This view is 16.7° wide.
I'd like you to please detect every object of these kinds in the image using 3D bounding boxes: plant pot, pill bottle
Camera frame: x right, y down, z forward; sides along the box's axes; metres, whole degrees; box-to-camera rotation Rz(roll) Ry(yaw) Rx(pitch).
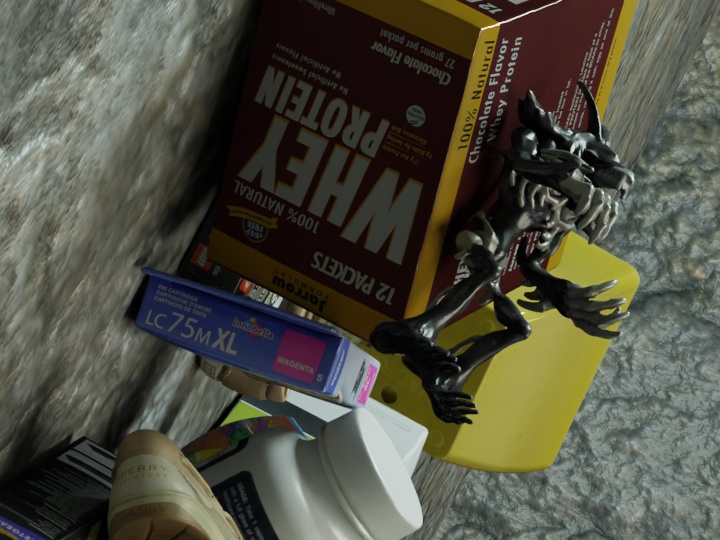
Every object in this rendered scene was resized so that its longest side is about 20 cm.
[{"bbox_3d":[0.079,0.051,2.016,0.176,0.200,0.201,-16,134,-62],"label":"plant pot"},{"bbox_3d":[-0.068,0.163,1.482,0.200,0.111,0.111,-28,176,11],"label":"pill bottle"}]

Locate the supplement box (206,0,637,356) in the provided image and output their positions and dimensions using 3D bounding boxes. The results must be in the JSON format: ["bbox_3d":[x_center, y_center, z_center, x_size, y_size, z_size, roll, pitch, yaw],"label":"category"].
[{"bbox_3d":[0.038,-0.089,1.389,0.200,0.132,0.198,-27,137,-54],"label":"supplement box"}]

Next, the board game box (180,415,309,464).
[{"bbox_3d":[-0.076,0.184,1.559,0.158,0.200,0.039,-39,150,1],"label":"board game box"}]

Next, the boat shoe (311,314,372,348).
[{"bbox_3d":[0.000,0.000,1.736,0.200,0.062,0.073,-72,-176,-60],"label":"boat shoe"}]

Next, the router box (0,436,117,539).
[{"bbox_3d":[-0.199,0.205,1.348,0.201,0.052,0.157,-66,169,16],"label":"router box"}]

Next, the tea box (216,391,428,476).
[{"bbox_3d":[-0.068,0.207,1.789,0.197,0.133,0.200,-51,165,-48],"label":"tea box"}]

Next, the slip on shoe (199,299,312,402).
[{"bbox_3d":[-0.033,-0.007,1.616,0.200,0.060,0.076,-60,170,-14],"label":"slip on shoe"}]

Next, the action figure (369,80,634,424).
[{"bbox_3d":[0.097,-0.011,1.301,0.200,0.102,0.119,-52,142,-22],"label":"action figure"}]

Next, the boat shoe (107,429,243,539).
[{"bbox_3d":[-0.095,0.155,1.359,0.200,0.071,0.065,78,3,-57],"label":"boat shoe"}]

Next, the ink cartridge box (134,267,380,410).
[{"bbox_3d":[-0.060,0.042,1.430,0.200,0.119,0.042,55,54,-79],"label":"ink cartridge box"}]

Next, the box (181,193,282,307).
[{"bbox_3d":[-0.035,-0.071,1.505,0.200,0.038,0.137,-62,170,-4],"label":"box"}]
